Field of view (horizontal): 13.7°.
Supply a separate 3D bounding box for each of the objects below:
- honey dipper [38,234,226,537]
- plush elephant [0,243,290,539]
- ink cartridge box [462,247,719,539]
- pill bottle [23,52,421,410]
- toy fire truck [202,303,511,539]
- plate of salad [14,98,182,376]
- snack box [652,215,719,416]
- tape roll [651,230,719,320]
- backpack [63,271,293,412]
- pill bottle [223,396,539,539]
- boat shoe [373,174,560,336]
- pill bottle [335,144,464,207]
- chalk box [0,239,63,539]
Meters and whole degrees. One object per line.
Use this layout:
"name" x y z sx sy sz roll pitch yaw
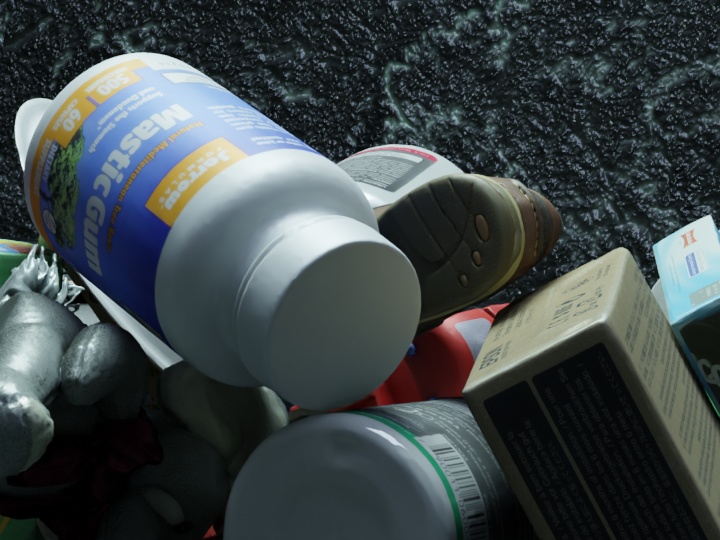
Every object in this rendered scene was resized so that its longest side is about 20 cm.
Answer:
"honey dipper" -0.110 0.058 1.602 0.038 0.200 0.038 -34 0 0
"plush elephant" -0.128 0.094 1.404 0.155 0.165 0.200 39 34 -13
"ink cartridge box" 0.120 0.089 1.319 0.075 0.165 0.200 -27 4 10
"pill bottle" -0.061 -0.015 1.368 0.112 0.112 0.200 2 21 -37
"toy fire truck" -0.019 0.082 1.500 0.200 0.049 0.141 -34 -15 35
"plate of salad" -0.120 -0.003 1.566 0.048 0.200 0.200 -37 -9 16
"snack box" 0.205 0.081 1.450 0.037 0.200 0.116 -27 17 10
"tape roll" 0.265 0.067 1.819 0.202 0.203 0.071 6 3 21
"backpack" -0.120 0.071 1.713 0.199 0.135 0.183 7 4 11
"pill bottle" 0.031 0.116 1.382 0.113 0.113 0.200 7 3 26
"boat shoe" 0.010 0.006 1.444 0.200 0.072 0.067 -20 -9 37
"pill bottle" 0.000 0.000 1.620 0.110 0.111 0.200 6 12 13
"chalk box" -0.223 0.039 1.553 0.123 0.201 0.124 5 4 -13
